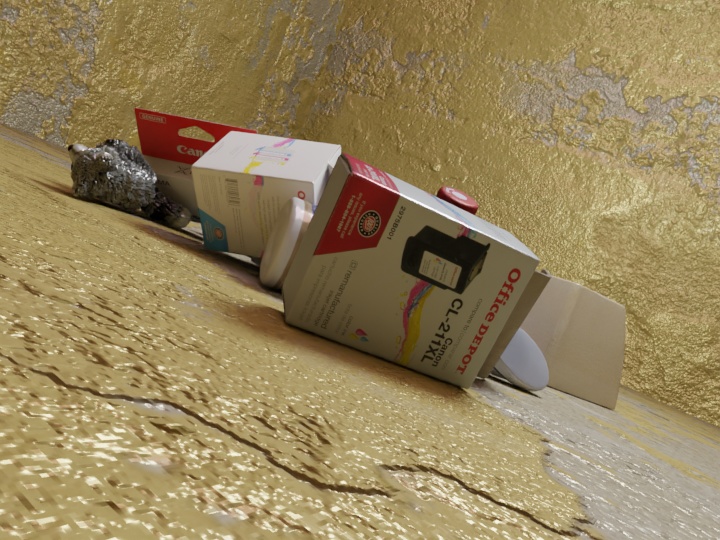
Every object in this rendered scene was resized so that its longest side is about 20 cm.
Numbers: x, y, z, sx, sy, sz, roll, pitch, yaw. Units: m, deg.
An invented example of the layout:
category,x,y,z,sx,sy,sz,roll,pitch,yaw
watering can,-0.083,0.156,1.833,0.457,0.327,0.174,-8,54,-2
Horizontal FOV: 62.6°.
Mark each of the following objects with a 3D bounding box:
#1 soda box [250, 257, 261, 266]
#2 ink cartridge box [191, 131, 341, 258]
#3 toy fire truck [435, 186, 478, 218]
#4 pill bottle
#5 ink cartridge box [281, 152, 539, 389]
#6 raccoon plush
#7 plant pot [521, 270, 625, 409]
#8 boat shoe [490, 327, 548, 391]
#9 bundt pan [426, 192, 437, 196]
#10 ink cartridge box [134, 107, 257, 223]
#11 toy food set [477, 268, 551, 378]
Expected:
category,x,y,z,sx,sy,sz,roll,pitch,yaw
soda box,-0.070,-0.006,0.885,0.198,0.069,0.063,24,3,33
ink cartridge box,-0.112,-0.101,0.828,0.195,0.131,0.126,10,36,12
toy fire truck,0.083,-0.059,0.853,0.165,0.114,0.201,19,26,-11
pill bottle,-0.016,-0.002,0.736,0.197,0.113,0.111,22,1,-19
ink cartridge box,0.044,0.003,0.556,0.197,0.148,0.083,21,16,-17
raccoon plush,-0.327,-0.122,0.863,0.197,0.098,0.134,22,9,-26
plant pot,0.364,0.113,1.090,0.197,0.181,0.199,21,2,-25
boat shoe,0.160,0.095,0.783,0.199,0.074,0.065,39,-36,-8
bundt pan,0.121,-0.050,1.170,0.198,0.206,0.076,22,10,-1
ink cartridge box,-0.263,-0.155,0.949,0.195,0.178,0.045,10,47,0
toy food set,0.108,0.029,0.670,0.197,0.145,0.061,21,19,-26
